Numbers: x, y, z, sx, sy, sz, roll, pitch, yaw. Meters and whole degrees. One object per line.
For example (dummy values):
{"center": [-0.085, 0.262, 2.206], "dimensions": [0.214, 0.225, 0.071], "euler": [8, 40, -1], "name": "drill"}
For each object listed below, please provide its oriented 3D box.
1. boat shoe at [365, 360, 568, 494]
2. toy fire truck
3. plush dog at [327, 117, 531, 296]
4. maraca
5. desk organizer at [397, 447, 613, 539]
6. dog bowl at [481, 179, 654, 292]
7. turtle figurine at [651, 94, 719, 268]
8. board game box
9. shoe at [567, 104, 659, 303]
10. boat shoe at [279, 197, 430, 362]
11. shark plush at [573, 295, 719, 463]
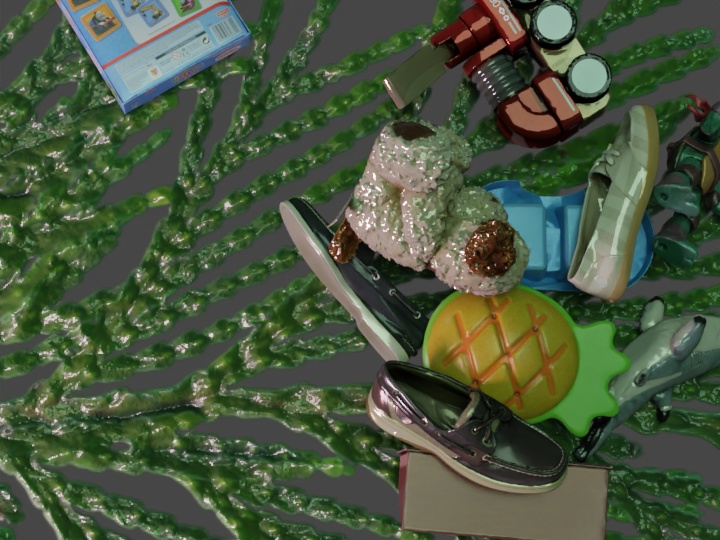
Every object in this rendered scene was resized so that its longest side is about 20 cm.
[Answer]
{"center": [0.099, 0.143, 1.360], "dimensions": [0.199, 0.065, 0.073], "euler": [20, 51, 9], "name": "boat shoe"}
{"center": [0.132, -0.194, 1.482], "dimensions": [0.199, 0.129, 0.177], "euler": [-32, 83, 1], "name": "toy fire truck"}
{"center": [0.078, -0.038, 1.366], "dimensions": [0.171, 0.200, 0.161], "euler": [32, 99, 8], "name": "plush dog"}
{"center": [0.158, 0.086, 1.420], "dimensions": [0.199, 0.107, 0.138], "euler": [15, 92, 2], "name": "maraca"}
{"center": [0.134, 0.218, 1.412], "dimensions": [0.199, 0.072, 0.078], "euler": [6, 80, -4], "name": "desk organizer"}
{"center": [0.191, -0.029, 1.480], "dimensions": [0.199, 0.050, 0.112], "euler": [1, 78, -5], "name": "dog bowl"}
{"center": [0.354, -0.100, 1.482], "dimensions": [0.200, 0.100, 0.150], "euler": [-47, 125, -37], "name": "turtle figurine"}
{"center": [-0.227, -0.283, 1.503], "dimensions": [0.151, 0.037, 0.201], "euler": [-31, 83, -11], "name": "board game box"}
{"center": [0.246, -0.071, 1.431], "dimensions": [0.053, 0.070, 0.201], "euler": [16, 78, -10], "name": "shoe"}
{"center": [0.001, 0.000, 1.444], "dimensions": [0.066, 0.075, 0.200], "euler": [-37, 84, -13], "name": "boat shoe"}
{"center": [0.291, 0.116, 1.452], "dimensions": [0.200, 0.091, 0.083], "euler": [-50, 116, -17], "name": "shark plush"}
